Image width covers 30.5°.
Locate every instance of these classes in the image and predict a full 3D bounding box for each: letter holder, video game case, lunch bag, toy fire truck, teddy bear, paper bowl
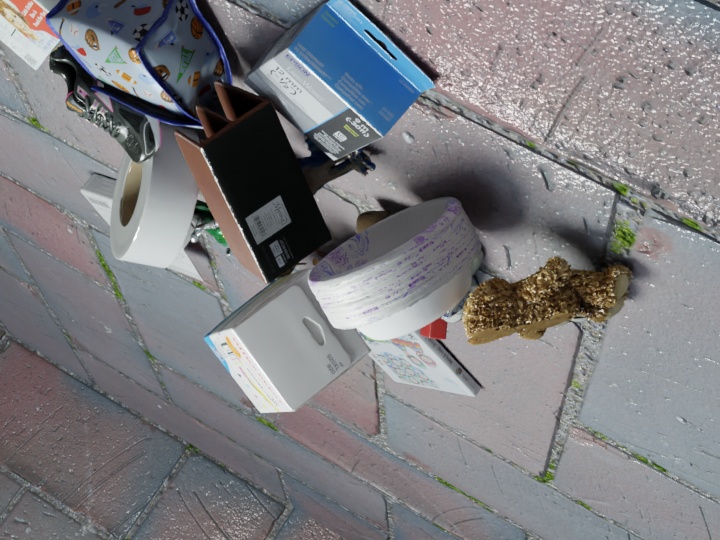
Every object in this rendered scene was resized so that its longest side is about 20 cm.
[{"bbox_3d":[-0.142,-0.109,1.565,0.142,0.101,0.200,31,151,50],"label":"letter holder"},{"bbox_3d":[0.069,0.127,2.074,0.200,0.024,0.182,5,145,52],"label":"video game case"},{"bbox_3d":[-0.254,-0.255,1.592,0.170,0.124,0.200,25,163,31],"label":"lunch bag"},{"bbox_3d":[0.037,0.059,1.897,0.141,0.049,0.200,4,-176,-14],"label":"toy fire truck"},{"bbox_3d":[0.212,0.030,1.504,0.200,0.067,0.145,-16,158,15],"label":"teddy bear"},{"bbox_3d":[0.048,0.005,1.546,0.201,0.201,0.104,-8,114,61],"label":"paper bowl"}]

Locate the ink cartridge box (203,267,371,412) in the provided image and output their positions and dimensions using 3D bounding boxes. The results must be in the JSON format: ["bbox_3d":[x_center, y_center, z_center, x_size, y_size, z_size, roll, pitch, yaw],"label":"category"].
[{"bbox_3d":[-0.107,0.102,1.862,0.147,0.145,0.200,53,162,-5],"label":"ink cartridge box"}]

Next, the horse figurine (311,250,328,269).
[{"bbox_3d":[0.000,0.000,1.849,0.132,0.050,0.200,29,158,-36],"label":"horse figurine"}]

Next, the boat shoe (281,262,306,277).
[{"bbox_3d":[-0.111,-0.038,1.914,0.063,0.073,0.200,31,158,16],"label":"boat shoe"}]

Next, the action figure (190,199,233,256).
[{"bbox_3d":[-0.192,-0.057,1.862,0.118,0.055,0.200,43,161,-32],"label":"action figure"}]

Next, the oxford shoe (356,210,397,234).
[{"bbox_3d":[0.035,-0.001,1.747,0.084,0.073,0.200,13,132,29],"label":"oxford shoe"}]

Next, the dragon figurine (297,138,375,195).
[{"bbox_3d":[-0.059,-0.129,1.641,0.200,0.099,0.059,15,139,60],"label":"dragon figurine"}]

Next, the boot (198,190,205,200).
[{"bbox_3d":[-0.150,-0.101,1.800,0.144,0.072,0.200,50,156,1],"label":"boot"}]

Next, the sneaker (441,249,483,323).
[{"bbox_3d":[0.105,0.027,1.715,0.077,0.085,0.200,28,158,16],"label":"sneaker"}]

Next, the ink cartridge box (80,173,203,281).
[{"bbox_3d":[-0.359,-0.075,2.246,0.200,0.045,0.176,19,154,36],"label":"ink cartridge box"}]

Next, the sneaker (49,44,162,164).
[{"bbox_3d":[-0.344,-0.218,1.742,0.200,0.086,0.080,53,139,14],"label":"sneaker"}]

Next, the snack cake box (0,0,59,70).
[{"bbox_3d":[-0.428,-0.347,1.727,0.115,0.067,0.200,42,158,-15],"label":"snack cake box"}]

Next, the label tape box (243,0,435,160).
[{"bbox_3d":[-0.026,-0.205,1.438,0.143,0.066,0.200,41,160,-15],"label":"label tape box"}]

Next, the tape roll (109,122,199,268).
[{"bbox_3d":[-0.288,-0.107,1.843,0.071,0.203,0.202,10,169,-23],"label":"tape roll"}]
